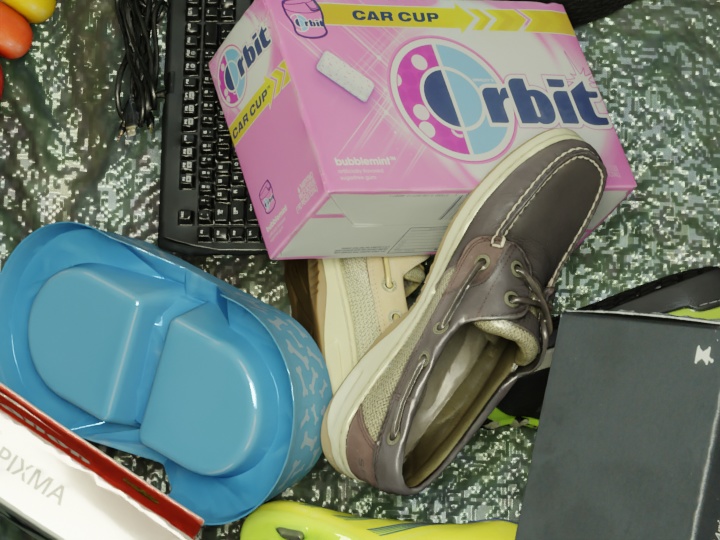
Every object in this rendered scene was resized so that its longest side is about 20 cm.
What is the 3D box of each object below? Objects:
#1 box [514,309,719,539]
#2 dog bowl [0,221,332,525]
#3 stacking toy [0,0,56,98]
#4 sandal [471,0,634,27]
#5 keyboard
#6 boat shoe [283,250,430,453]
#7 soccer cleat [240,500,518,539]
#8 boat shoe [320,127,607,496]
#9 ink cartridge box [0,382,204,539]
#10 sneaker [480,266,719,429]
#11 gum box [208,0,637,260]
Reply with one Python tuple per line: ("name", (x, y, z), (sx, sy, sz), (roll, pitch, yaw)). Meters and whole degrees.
("box", (0.184, 0.139, 1.347), (0.196, 0.124, 0.201), (18, 81, -39))
("dog bowl", (-0.096, 0.047, 1.377), (0.199, 0.049, 0.112), (26, 107, 31))
("stacking toy", (-0.176, -0.161, 1.447), (0.085, 0.085, 0.201), (28, 86, 0))
("sandal", (0.070, -0.150, 1.466), (0.199, 0.075, 0.045), (-15, 70, -5))
("keyboard", (-0.078, -0.100, 1.421), (0.103, 0.040, 0.201), (-4, 59, 5))
("boat shoe", (0.000, 0.000, 1.419), (0.065, 0.072, 0.201), (3, 60, -13))
("soccer cleat", (0.037, 0.153, 1.416), (0.199, 0.065, 0.084), (15, 35, 1))
("boat shoe", (0.061, 0.024, 1.334), (0.200, 0.065, 0.072), (-52, 133, -8))
("ink cartridge box", (-0.168, 0.092, 1.346), (0.199, 0.174, 0.044), (34, 80, 1))
("sneaker", (0.117, 0.064, 1.429), (0.199, 0.072, 0.083), (-19, 95, -2))
("gum box", (0.036, -0.072, 1.399), (0.199, 0.066, 0.114), (-2, 61, -33))
